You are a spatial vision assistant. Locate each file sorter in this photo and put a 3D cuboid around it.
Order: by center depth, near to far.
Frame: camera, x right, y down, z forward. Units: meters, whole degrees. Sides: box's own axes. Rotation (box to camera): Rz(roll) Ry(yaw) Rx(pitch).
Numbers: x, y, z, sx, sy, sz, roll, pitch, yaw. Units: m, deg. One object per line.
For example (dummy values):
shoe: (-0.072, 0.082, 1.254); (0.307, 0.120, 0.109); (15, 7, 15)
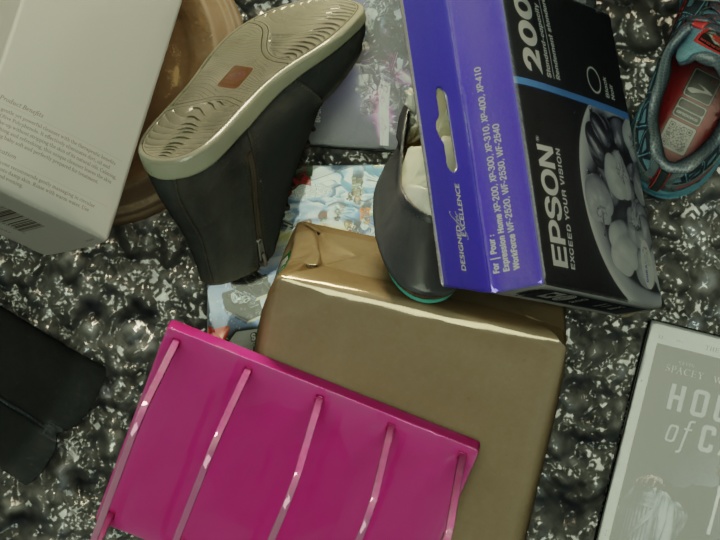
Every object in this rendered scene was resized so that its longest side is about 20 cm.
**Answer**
file sorter: (-0.051, 0.147, 1.460); (0.200, 0.125, 0.139); (22, 112, -2)

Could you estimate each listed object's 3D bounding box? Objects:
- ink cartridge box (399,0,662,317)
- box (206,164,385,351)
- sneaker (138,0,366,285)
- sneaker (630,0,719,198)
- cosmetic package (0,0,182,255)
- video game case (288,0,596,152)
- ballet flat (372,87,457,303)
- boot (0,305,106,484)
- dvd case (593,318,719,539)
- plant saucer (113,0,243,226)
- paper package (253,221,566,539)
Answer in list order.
ink cartridge box: (0.103, -0.078, 1.505); (0.043, 0.200, 0.199); (-17, 75, 34)
box: (0.000, 0.000, 1.620); (0.199, 0.040, 0.137); (0, 89, 4)
sneaker: (-0.059, -0.086, 1.582); (0.075, 0.106, 0.200); (16, 47, 37)
sneaker: (0.230, -0.139, 1.578); (0.079, 0.096, 0.201); (19, 91, 3)
cosmetic package: (-0.185, -0.123, 1.524); (0.107, 0.085, 0.200); (27, 69, -30)
video game case: (0.051, -0.146, 1.629); (0.199, 0.019, 0.143); (4, 89, 5)
ballet flat: (0.048, -0.068, 1.526); (0.073, 0.200, 0.073); (4, 130, 5)
boot: (-0.241, 0.021, 1.586); (0.200, 0.066, 0.165); (39, 103, -19)
dvd case: (0.234, 0.146, 1.611); (0.150, 0.025, 0.201); (14, 91, 3)
plant saucer: (-0.170, -0.128, 1.619); (0.199, 0.029, 0.201); (-2, 82, 11)
paper package: (0.022, 0.093, 1.553); (0.190, 0.104, 0.201); (12, 112, 0)
